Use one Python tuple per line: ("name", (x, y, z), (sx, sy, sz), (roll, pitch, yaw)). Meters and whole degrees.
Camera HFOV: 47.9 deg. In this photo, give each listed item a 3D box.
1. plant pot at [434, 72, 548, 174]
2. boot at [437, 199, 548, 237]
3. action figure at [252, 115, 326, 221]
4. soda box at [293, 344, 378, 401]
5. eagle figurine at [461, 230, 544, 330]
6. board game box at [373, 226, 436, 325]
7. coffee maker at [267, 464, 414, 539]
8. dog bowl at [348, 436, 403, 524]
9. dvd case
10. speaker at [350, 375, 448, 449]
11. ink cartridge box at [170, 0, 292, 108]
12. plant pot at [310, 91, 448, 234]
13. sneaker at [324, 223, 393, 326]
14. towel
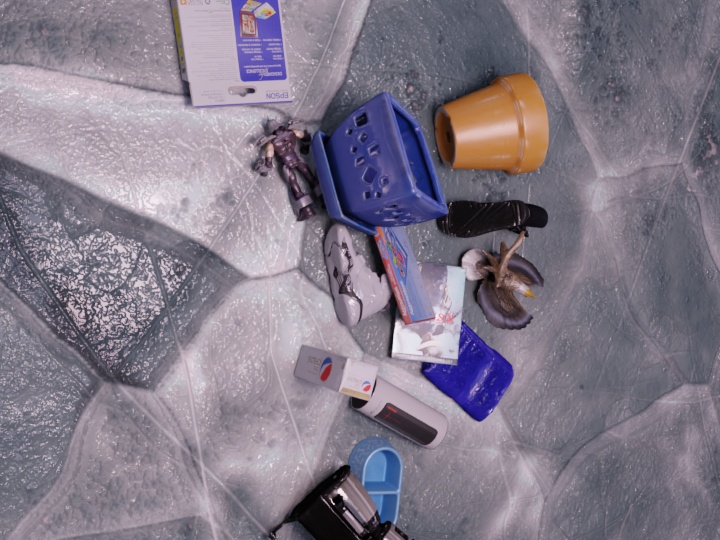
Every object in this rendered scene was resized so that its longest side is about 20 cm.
("plant pot", (0.255, -0.286, 1.647), (0.181, 0.200, 0.203), (-11, 97, -12))
("boot", (0.281, -0.106, 1.708), (0.168, 0.198, 0.077), (5, 81, -62))
("action figure", (-0.128, -0.194, 1.504), (0.129, 0.069, 0.201), (-31, 102, -16))
("soda box", (-0.048, 0.184, 1.480), (0.068, 0.199, 0.064), (19, 83, -27))
("eagle figurine", (0.315, 0.027, 1.728), (0.150, 0.200, 0.152), (-25, 63, 9))
("board game box", (0.085, 0.005, 1.589), (0.103, 0.019, 0.202), (-3, 72, -58))
("coffee maker", (-0.029, 0.500, 1.522), (0.192, 0.135, 0.200), (-40, 89, 21))
("dog bowl", (0.030, 0.437, 1.616), (0.110, 0.049, 0.203), (7, 88, -28))
("dvd case", (0.139, 0.085, 1.654), (0.144, 0.022, 0.203), (8, 86, -12))
("speaker", (0.078, 0.281, 1.621), (0.199, 0.081, 0.082), (34, 76, -25))
("ink cartridge box", (-0.228, -0.394, 1.455), (0.196, 0.047, 0.203), (-9, 98, -29))
("plant pot", (0.028, -0.178, 1.477), (0.200, 0.178, 0.202), (19, 53, -65))
("sneaker", (0.000, 0.000, 1.575), (0.114, 0.075, 0.202), (-15, 103, -28))
("towel", (0.233, 0.211, 1.719), (0.200, 0.049, 0.148), (41, 73, -23))
